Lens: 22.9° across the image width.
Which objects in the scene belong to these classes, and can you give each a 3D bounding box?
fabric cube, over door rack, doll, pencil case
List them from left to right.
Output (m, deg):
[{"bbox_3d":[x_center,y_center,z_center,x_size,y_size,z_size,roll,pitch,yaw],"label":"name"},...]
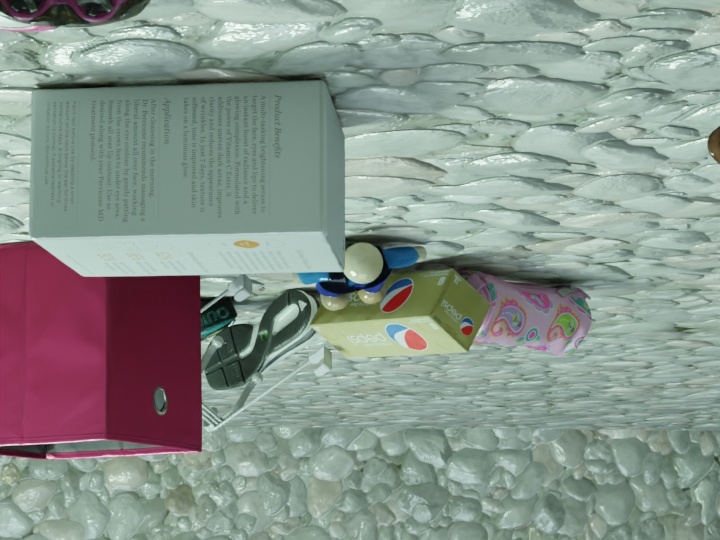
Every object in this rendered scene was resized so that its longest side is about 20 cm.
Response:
[{"bbox_3d":[-0.285,0.083,1.790,0.200,0.199,0.196,-5,168,22],"label":"fabric cube"},{"bbox_3d":[-0.145,0.087,1.985,0.200,0.067,0.148,-30,121,31],"label":"over door rack"},{"bbox_3d":[0.000,0.000,1.770,0.136,0.048,0.200,-11,172,-3],"label":"doll"},{"bbox_3d":[0.172,0.045,1.964,0.087,0.087,0.200,-10,167,43],"label":"pencil case"}]

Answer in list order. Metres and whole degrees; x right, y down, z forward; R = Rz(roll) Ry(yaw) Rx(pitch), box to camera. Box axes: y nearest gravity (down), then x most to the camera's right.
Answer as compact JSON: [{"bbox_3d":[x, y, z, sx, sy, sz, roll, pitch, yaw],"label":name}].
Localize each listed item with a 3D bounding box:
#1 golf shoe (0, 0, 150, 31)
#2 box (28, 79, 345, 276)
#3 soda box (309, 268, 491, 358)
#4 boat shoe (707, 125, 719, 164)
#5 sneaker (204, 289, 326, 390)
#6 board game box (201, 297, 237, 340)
[{"bbox_3d":[-0.193,-0.152,0.840,0.200,0.073,0.092,10,175,-3],"label":"golf shoe"},{"bbox_3d":[-0.115,-0.061,1.245,0.200,0.106,0.152,-1,170,4],"label":"box"},{"bbox_3d":[0.039,0.047,1.896,0.200,0.064,0.068,-7,139,50],"label":"soda box"},{"bbox_3d":[0.335,-0.079,1.309,0.200,0.072,0.068,15,167,-39],"label":"boat shoe"},{"bbox_3d":[-0.089,0.089,2.103,0.115,0.076,0.200,6,150,-46],"label":"sneaker"},{"bbox_3d":[-0.249,0.088,2.112,0.200,0.028,0.135,-21,175,-14],"label":"board game box"}]
